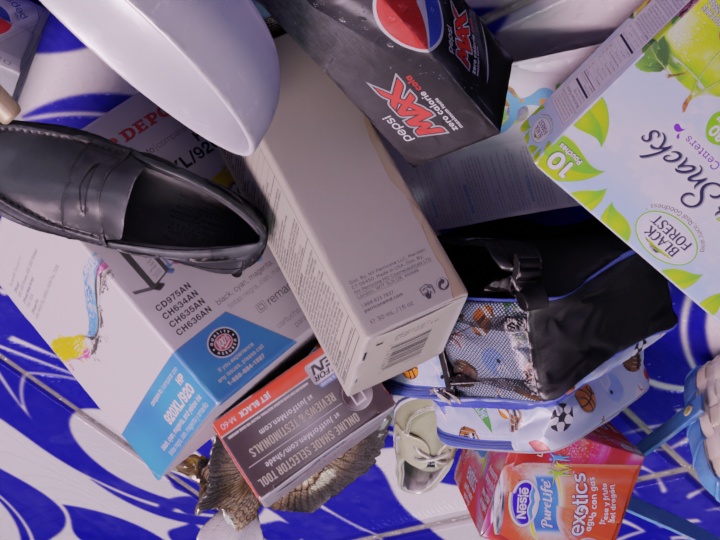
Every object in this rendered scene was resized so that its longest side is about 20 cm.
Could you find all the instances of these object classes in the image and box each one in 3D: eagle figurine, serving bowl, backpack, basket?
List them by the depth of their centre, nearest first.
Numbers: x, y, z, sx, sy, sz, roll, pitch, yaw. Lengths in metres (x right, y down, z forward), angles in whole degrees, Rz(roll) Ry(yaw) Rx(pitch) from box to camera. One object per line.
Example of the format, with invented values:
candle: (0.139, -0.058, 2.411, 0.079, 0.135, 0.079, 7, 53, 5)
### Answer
serving bowl: (-0.115, -0.153, 0.848, 0.199, 0.066, 0.200, 38, 172, 7)
backpack: (0.101, 0.034, 1.063, 0.189, 0.199, 0.156, 8, 107, 40)
basket: (0.301, 0.145, 1.171, 0.175, 0.140, 0.200, 25, 134, -15)
eagle figurine: (-0.087, 0.156, 1.350, 0.151, 0.152, 0.199, 49, 142, -10)

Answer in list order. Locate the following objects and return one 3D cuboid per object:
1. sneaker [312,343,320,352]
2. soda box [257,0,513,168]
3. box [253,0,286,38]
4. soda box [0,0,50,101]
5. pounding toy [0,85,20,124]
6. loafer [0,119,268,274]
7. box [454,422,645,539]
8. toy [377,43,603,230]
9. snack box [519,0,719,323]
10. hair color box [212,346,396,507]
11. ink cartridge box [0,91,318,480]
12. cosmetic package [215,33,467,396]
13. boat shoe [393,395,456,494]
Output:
sneaker: (-0.089, 0.030, 1.225, 0.199, 0.076, 0.092, 34, 145, -22)
soda box: (0.003, -0.151, 0.881, 0.070, 0.064, 0.200, -19, 132, 36)
box: (-0.077, -0.201, 0.933, 0.199, 0.039, 0.137, -19, 131, 39)
soda box: (-0.280, -0.117, 1.103, 0.068, 0.064, 0.200, 24, 144, -11)
pounding toy: (-0.279, -0.214, 0.903, 0.182, 0.143, 0.201, 9, 145, 9)
loafer: (-0.150, -0.048, 0.947, 0.198, 0.069, 0.070, 17, 172, -14)
box: (0.139, 0.151, 1.195, 0.099, 0.097, 0.200, 18, -176, -3)
toy: (0.099, -0.092, 1.004, 0.197, 0.047, 0.116, -7, 127, 19)
snack box: (0.213, -0.067, 0.944, 0.199, 0.053, 0.142, 36, 111, -26)
hair color box: (-0.041, 0.109, 1.102, 0.064, 0.110, 0.200, 55, 172, 6)
ink cartridge box: (-0.131, 0.003, 1.065, 0.200, 0.147, 0.145, 48, 146, 6)
cosmetic package: (-0.018, -0.037, 0.964, 0.072, 0.202, 0.104, -22, 162, -17)
boat shoe: (0.061, 0.132, 1.280, 0.071, 0.063, 0.200, 0, 158, -2)
